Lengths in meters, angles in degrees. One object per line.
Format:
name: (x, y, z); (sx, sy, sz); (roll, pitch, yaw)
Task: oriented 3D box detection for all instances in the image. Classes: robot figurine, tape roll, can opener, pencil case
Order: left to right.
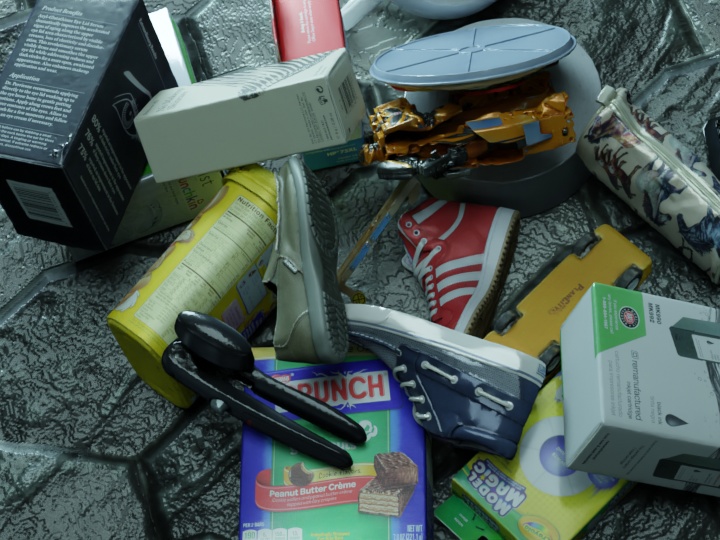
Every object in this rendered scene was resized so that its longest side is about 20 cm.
can opener: (-0.087, 0.112, 1.600); (0.199, 0.079, 0.064); (35, 74, 8)
robot figurine: (0.094, -0.133, 1.712); (0.198, 0.059, 0.145); (-11, 23, -4)
tape roll: (0.142, -0.152, 1.814); (0.198, 0.066, 0.202); (-4, 58, 7)
pencil case: (0.287, -0.083, 1.705); (0.200, 0.090, 0.078); (44, 58, 15)

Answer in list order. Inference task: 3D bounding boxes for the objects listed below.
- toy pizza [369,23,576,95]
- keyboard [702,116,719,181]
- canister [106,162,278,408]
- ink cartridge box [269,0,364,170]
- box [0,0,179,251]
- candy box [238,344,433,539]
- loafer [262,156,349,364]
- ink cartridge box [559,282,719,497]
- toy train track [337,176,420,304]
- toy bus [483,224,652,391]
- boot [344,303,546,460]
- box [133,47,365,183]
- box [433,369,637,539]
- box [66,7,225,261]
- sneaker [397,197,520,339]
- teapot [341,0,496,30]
toy pizza: (0.107, -0.195, 1.739); (0.198, 0.032, 0.200); (-9, 19, 3)
keyboard: (0.393, -0.078, 1.743); (0.103, 0.040, 0.202); (-10, 59, 4)
canister: (-0.136, 0.015, 1.712); (0.086, 0.149, 0.200); (32, 70, 24)
ink cartridge box: (-0.043, -0.205, 1.797); (0.066, 0.201, 0.117); (-10, 58, 2)
box: (-0.265, -0.146, 1.720); (0.103, 0.148, 0.201); (11, 61, 17)
candy box: (-0.020, 0.169, 1.639); (0.167, 0.077, 0.202); (-3, 58, 4)
loafer: (-0.059, -0.008, 1.613); (0.069, 0.075, 0.202); (-16, 60, 17)
ink cartridge box: (0.279, 0.107, 1.574); (0.198, 0.084, 0.147); (11, 53, -14)
toy train track: (0.000, 0.000, 1.722); (0.032, 0.115, 0.201); (33, 97, -17)
toy bus: (0.180, 0.052, 1.675); (0.065, 0.079, 0.200); (39, 72, 25)
boot: (0.057, 0.095, 1.597); (0.198, 0.073, 0.091); (16, 79, 23)
box: (-0.101, -0.142, 1.692); (0.198, 0.069, 0.082); (-11, 23, 19)
box: (0.169, 0.178, 1.614); (0.117, 0.048, 0.200); (41, 74, 19)
box: (-0.240, -0.137, 1.852); (0.175, 0.097, 0.201); (-19, 58, 0)
sneaker: (0.072, 0.016, 1.721); (0.111, 0.072, 0.201); (14, 56, 13)
teapot: (0.076, -0.347, 1.903); (0.198, 0.146, 0.200); (1, 91, -11)
